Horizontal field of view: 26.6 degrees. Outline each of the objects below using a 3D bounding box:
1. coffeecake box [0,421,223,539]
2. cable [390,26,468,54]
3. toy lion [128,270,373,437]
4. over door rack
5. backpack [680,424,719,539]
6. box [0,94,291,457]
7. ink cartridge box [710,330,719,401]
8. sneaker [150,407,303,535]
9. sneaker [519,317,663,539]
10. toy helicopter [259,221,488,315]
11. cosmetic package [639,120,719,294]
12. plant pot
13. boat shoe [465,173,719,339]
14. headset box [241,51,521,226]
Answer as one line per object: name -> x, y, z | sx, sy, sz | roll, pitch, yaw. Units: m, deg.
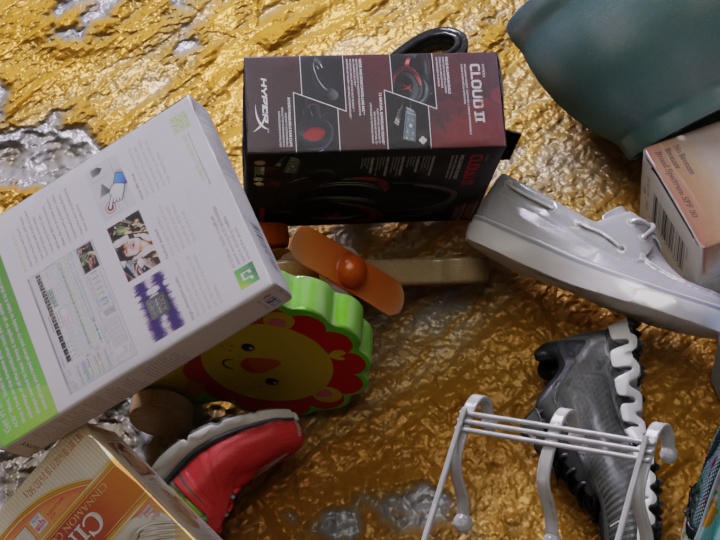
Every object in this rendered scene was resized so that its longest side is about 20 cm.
coffeecake box -> -0.146, 0.219, 0.938 | 0.200, 0.073, 0.154 | 41, 88, 16
cable -> 0.003, -0.135, 1.228 | 0.097, 0.051, 0.200 | 25, 51, 33
toy lion -> -0.094, 0.041, 1.027 | 0.190, 0.200, 0.069 | -12, 52, 22
over door rack -> 0.099, 0.178, 0.934 | 0.146, 0.067, 0.201 | 5, 55, 36
backpack -> 0.266, 0.178, 0.876 | 0.176, 0.202, 0.151 | 24, 30, 12
box -> -0.156, 0.004, 0.936 | 0.199, 0.036, 0.145 | -30, 65, 8
ink cartridge box -> 0.342, 0.044, 0.991 | 0.198, 0.146, 0.084 | -16, 56, -3
sneaker -> -0.113, 0.170, 1.020 | 0.199, 0.077, 0.085 | -36, 66, -3
sneaker -> 0.153, 0.123, 1.016 | 0.089, 0.067, 0.202 | -5, 53, 7
toy helicopter -> 0.000, 0.000, 1.086 | 0.197, 0.132, 0.080 | -2, 85, -14
cosmetic package -> 0.312, -0.060, 1.098 | 0.198, 0.088, 0.104 | -21, 55, -7
plant pot -> 0.225, -0.165, 1.133 | 0.198, 0.200, 0.135 | -24, 84, -8
boat shoe -> 0.173, -0.012, 1.066 | 0.198, 0.072, 0.069 | 22, 85, 27
headset box -> 0.014, -0.092, 1.089 | 0.197, 0.149, 0.076 | -2, 72, -6
